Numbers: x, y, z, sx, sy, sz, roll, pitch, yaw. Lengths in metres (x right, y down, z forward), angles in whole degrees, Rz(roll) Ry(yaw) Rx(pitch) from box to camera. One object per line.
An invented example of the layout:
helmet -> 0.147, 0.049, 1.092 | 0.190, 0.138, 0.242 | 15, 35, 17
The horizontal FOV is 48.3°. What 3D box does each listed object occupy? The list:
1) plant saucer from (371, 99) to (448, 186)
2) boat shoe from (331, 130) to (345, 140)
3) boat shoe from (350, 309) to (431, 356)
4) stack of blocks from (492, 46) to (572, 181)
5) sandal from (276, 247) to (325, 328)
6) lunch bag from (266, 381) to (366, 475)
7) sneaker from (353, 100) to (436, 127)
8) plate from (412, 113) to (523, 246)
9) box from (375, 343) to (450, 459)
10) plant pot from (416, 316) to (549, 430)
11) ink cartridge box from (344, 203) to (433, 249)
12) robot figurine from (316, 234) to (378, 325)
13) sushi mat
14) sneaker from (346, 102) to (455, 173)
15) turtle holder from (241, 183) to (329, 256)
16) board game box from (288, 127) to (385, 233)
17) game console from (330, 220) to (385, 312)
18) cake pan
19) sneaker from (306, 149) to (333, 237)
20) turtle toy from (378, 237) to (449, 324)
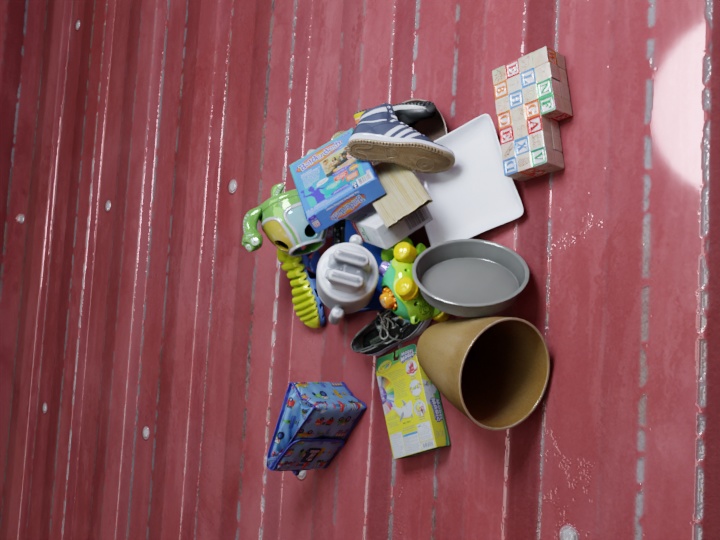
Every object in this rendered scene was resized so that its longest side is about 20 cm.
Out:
plant saucer -> 0.104, -0.239, 1.605 | 0.200, 0.034, 0.201 | -6, 81, 44
boat shoe -> -0.025, -0.222, 1.702 | 0.072, 0.076, 0.200 | -46, 55, 32
boat shoe -> 0.058, 0.108, 1.579 | 0.199, 0.068, 0.074 | -32, 63, 38
stack of blocks -> 0.301, -0.268, 1.391 | 0.115, 0.059, 0.200 | -15, 74, 43
sandal -> -0.110, 0.027, 1.753 | 0.079, 0.087, 0.200 | -6, 102, 47
lunch bag -> -0.104, 0.334, 1.652 | 0.094, 0.150, 0.200 | 40, 112, 41
sneaker -> 0.072, -0.281, 1.582 | 0.200, 0.070, 0.090 | 2, 104, 44
plate -> 0.190, -0.157, 1.482 | 0.200, 0.032, 0.200 | -25, 77, 34
box -> 0.095, 0.249, 1.538 | 0.117, 0.048, 0.200 | -27, 69, 40
plant pot -> 0.187, 0.154, 1.382 | 0.200, 0.186, 0.187 | 17, 97, 59
ink cartridge box -> 0.046, -0.099, 1.544 | 0.050, 0.109, 0.200 | 61, 166, -17
robot figurine -> -0.026, 0.016, 1.496 | 0.200, 0.113, 0.170 | 103, -174, -75
sushi mat -> 0.059, -0.153, 1.486 | 0.096, 0.012, 0.200 | -34, 38, 6
sneaker -> 0.082, -0.248, 1.492 | 0.070, 0.200, 0.109 | 93, -170, -51
turtle holder -> -0.145, -0.101, 1.655 | 0.141, 0.185, 0.132 | -32, 73, 38
board game box -> -0.049, -0.176, 1.544 | 0.152, 0.045, 0.200 | -30, 40, 8
game console -> 0.000, 0.000, 1.652 | 0.171, 0.118, 0.200 | 101, 171, -73
cake pan -> 0.189, 0.013, 1.389 | 0.200, 0.200, 0.037 | 36, 141, 42
sneaker -> -0.094, -0.165, 1.770 | 0.114, 0.073, 0.201 | -44, 56, 36
turtle toy -> 0.088, 0.014, 1.497 | 0.101, 0.146, 0.200 | -24, 51, 30
